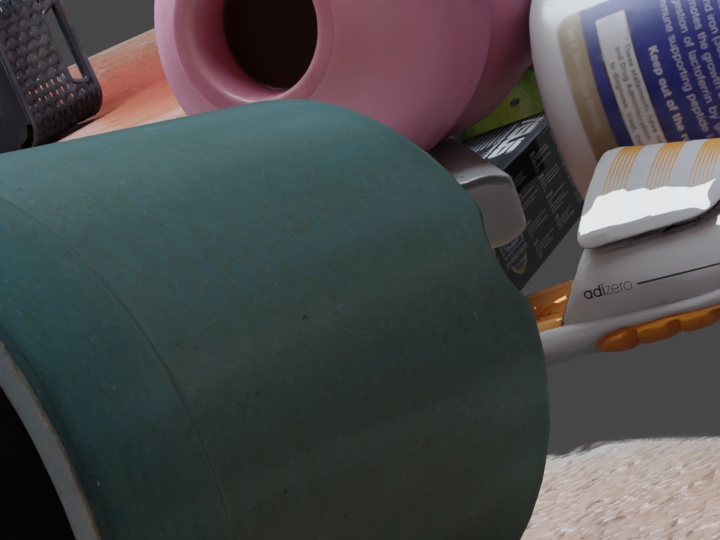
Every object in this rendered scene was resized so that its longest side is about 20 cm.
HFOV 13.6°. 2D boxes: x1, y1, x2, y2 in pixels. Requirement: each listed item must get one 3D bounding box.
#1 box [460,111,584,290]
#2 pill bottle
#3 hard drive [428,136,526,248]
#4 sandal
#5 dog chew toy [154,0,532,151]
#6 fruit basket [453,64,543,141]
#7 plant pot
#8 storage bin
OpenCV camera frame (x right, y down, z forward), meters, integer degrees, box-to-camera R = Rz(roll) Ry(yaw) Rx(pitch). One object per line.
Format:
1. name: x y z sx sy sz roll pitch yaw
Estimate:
1. box: 0.000 0.000 1.233 0.160 0.044 0.200 -20 11 24
2. pill bottle: 0.171 -0.088 1.087 0.199 0.116 0.116 -20 11 22
3. hard drive: -0.018 -0.016 1.122 0.131 0.027 0.200 -19 10 -3
4. sandal: 0.084 -0.007 1.033 0.206 0.059 0.079 -20 11 21
5. dog chew toy: 0.011 -0.100 1.127 0.124 0.125 0.200 -18 0 31
6. fruit basket: 0.056 -0.099 1.343 0.199 0.094 0.185 -28 -23 34
7. plant pot: -0.066 0.050 0.755 0.200 0.201 0.196 -15 5 41
8. storage bin: -0.334 -0.162 2.579 0.199 0.136 0.094 -15 13 42
